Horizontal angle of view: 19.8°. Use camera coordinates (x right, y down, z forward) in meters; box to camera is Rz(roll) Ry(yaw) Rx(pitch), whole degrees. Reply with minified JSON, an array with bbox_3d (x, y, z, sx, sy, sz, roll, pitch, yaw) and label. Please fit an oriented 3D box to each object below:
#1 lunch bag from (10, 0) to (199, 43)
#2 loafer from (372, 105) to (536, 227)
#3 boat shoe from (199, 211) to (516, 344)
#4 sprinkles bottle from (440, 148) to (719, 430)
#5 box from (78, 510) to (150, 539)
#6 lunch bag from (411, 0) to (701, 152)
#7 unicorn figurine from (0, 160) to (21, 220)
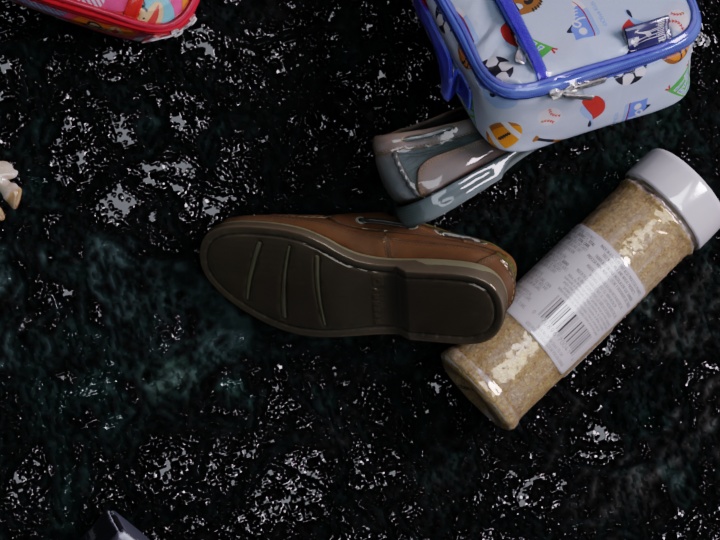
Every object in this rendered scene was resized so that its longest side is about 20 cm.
[{"bbox_3d":[-0.143,-0.246,1.280,0.175,0.082,0.201,17,87,-12],"label":"lunch bag"},{"bbox_3d":[0.094,-0.101,1.297,0.199,0.072,0.063,-34,100,-25],"label":"loafer"},{"bbox_3d":[0.000,0.000,1.302,0.198,0.068,0.072,13,122,8],"label":"boat shoe"},{"bbox_3d":[0.143,0.011,1.321,0.200,0.068,0.068,-43,95,-7],"label":"sprinkles bottle"},{"bbox_3d":[-0.176,0.253,1.225,0.104,0.148,0.200,44,83,-6],"label":"box"},{"bbox_3d":[0.111,-0.168,1.273,0.159,0.076,0.201,-16,54,-11],"label":"lunch bag"},{"bbox_3d":[-0.288,-0.005,1.258,0.136,0.074,0.201,11,73,1],"label":"unicorn figurine"}]
